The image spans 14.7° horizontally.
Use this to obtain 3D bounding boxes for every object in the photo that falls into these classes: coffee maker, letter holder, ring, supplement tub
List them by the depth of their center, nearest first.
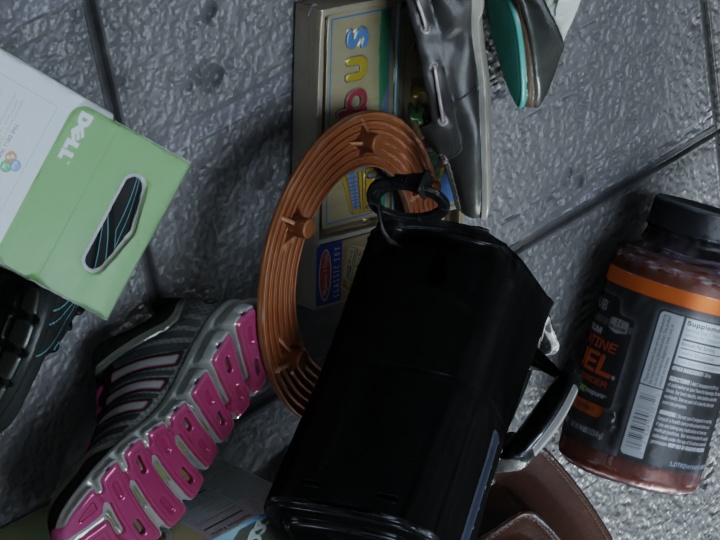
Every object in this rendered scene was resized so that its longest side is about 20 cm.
[{"bbox_3d":[0.021,0.079,1.664,0.192,0.135,0.200,42,55,-35],"label":"coffee maker"},{"bbox_3d":[0.000,0.000,1.740,0.200,0.019,0.201,-28,123,-52],"label":"ring"},{"bbox_3d":[0.117,0.228,1.785,0.142,0.101,0.200,-34,129,-3],"label":"letter holder"},{"bbox_3d":[0.214,0.050,1.969,0.107,0.107,0.200,10,98,-45],"label":"supplement tub"}]

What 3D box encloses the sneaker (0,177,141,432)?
[{"bbox_3d":[-0.175,0.007,1.611,0.079,0.075,0.200,22,90,-48],"label":"sneaker"}]

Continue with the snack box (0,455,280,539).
[{"bbox_3d":[-0.147,0.171,1.670,0.200,0.116,0.037,-25,121,-34],"label":"snack box"}]

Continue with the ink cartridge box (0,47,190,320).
[{"bbox_3d":[-0.205,-0.065,1.527,0.200,0.059,0.104,30,85,-27],"label":"ink cartridge box"}]

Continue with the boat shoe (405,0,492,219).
[{"bbox_3d":[0.052,-0.126,1.755,0.057,0.067,0.200,-2,115,4],"label":"boat shoe"}]

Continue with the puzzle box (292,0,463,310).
[{"bbox_3d":[0.013,-0.083,1.786,0.133,0.025,0.200,-15,116,-38],"label":"puzzle box"}]

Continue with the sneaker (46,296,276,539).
[{"bbox_3d":[-0.133,0.089,1.667,0.200,0.087,0.074,-55,140,-27],"label":"sneaker"}]

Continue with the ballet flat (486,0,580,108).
[{"bbox_3d":[0.106,-0.195,1.791,0.068,0.068,0.200,-23,125,-4],"label":"ballet flat"}]

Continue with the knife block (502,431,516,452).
[{"bbox_3d":[0.118,0.177,1.898,0.200,0.064,0.176,-5,136,-47],"label":"knife block"}]
